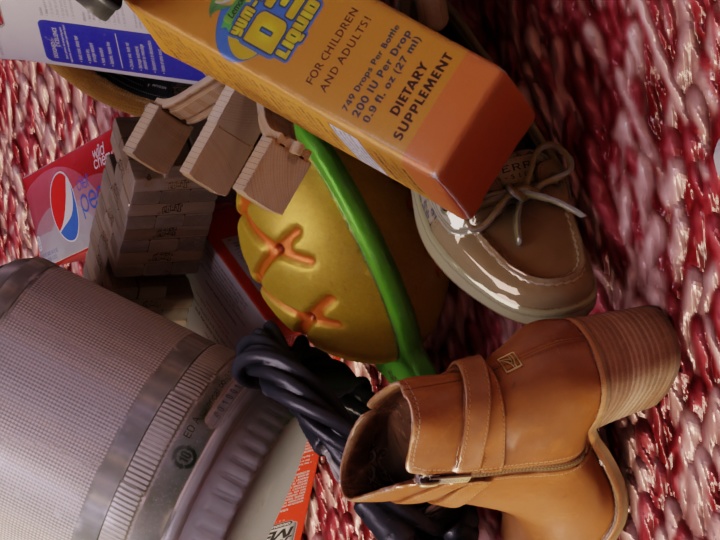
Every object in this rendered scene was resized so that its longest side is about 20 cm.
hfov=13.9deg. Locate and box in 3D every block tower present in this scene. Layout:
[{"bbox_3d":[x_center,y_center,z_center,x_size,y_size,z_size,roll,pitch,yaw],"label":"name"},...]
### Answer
[{"bbox_3d":[-0.126,-0.009,1.726,0.201,0.054,0.058,106,153,-44],"label":"block tower"}]

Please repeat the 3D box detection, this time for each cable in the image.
[{"bbox_3d":[-0.006,0.092,1.577,0.163,0.051,0.200,42,-175,-5],"label":"cable"}]

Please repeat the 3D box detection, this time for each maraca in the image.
[{"bbox_3d":[0.000,0.000,1.574,0.201,0.107,0.137,65,173,-18],"label":"maraca"}]

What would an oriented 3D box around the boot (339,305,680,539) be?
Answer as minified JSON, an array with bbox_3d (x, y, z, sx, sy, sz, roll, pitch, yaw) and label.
[{"bbox_3d":[0.059,0.096,1.447,0.074,0.154,0.201,55,146,33],"label":"boot"}]

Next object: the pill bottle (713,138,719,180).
[{"bbox_3d":[0.221,0.023,1.157,0.116,0.116,0.201,-33,73,61],"label":"pill bottle"}]

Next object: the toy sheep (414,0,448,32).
[{"bbox_3d":[0.007,-0.200,1.444,0.199,0.138,0.139,22,123,35],"label":"toy sheep"}]

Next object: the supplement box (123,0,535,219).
[{"bbox_3d":[-0.017,-0.103,1.440,0.199,0.067,0.069,29,174,26],"label":"supplement box"}]

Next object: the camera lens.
[{"bbox_3d":[-0.147,0.097,1.659,0.199,0.160,0.160,25,134,10],"label":"camera lens"}]

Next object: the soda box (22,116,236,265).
[{"bbox_3d":[-0.143,-0.052,1.848,0.200,0.070,0.064,-20,82,62],"label":"soda box"}]

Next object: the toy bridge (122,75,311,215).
[{"bbox_3d":[-0.067,-0.074,1.543,0.067,0.027,0.200,-61,24,-4],"label":"toy bridge"}]

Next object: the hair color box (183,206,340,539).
[{"bbox_3d":[-0.068,0.068,1.772,0.102,0.061,0.201,53,143,38],"label":"hair color box"}]

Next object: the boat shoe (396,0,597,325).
[{"bbox_3d":[0.058,-0.056,1.469,0.200,0.073,0.063,57,149,34],"label":"boat shoe"}]

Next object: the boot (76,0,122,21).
[{"bbox_3d":[-0.089,-0.234,1.455,0.200,0.066,0.165,-46,29,13],"label":"boot"}]

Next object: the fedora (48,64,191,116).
[{"bbox_3d":[-0.099,-0.159,1.666,0.201,0.200,0.082,129,159,-57],"label":"fedora"}]

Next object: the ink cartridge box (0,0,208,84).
[{"bbox_3d":[-0.114,-0.143,1.581,0.100,0.199,0.039,85,-165,-58],"label":"ink cartridge box"}]
